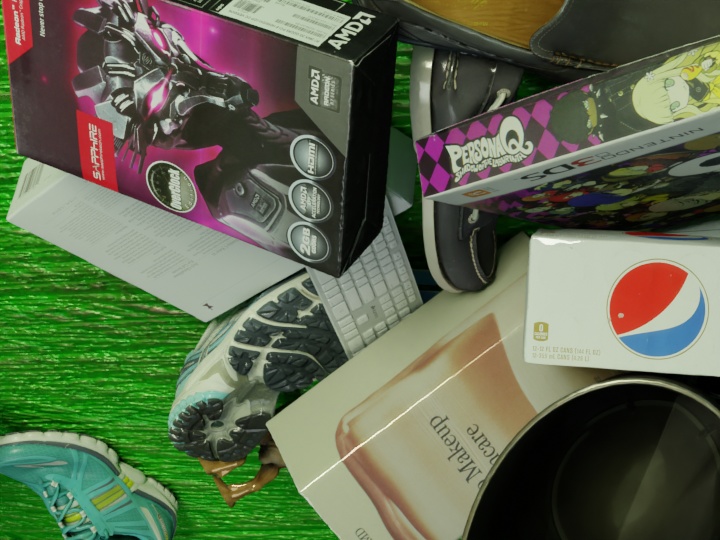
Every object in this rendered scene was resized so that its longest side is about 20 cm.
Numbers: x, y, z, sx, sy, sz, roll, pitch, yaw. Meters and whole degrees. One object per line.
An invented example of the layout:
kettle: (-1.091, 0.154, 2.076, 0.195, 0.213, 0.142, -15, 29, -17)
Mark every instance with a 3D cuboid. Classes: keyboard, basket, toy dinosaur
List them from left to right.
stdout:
toy dinosaur: (-0.057, 0.121, 1.049, 0.106, 0.200, 0.061, -31, 105, -6)
keyboard: (0.000, 0.000, 0.861, 0.056, 0.011, 0.200, -35, 150, -7)
basket: (0.138, 0.123, 0.773, 0.136, 0.181, 0.200, 22, -167, 12)

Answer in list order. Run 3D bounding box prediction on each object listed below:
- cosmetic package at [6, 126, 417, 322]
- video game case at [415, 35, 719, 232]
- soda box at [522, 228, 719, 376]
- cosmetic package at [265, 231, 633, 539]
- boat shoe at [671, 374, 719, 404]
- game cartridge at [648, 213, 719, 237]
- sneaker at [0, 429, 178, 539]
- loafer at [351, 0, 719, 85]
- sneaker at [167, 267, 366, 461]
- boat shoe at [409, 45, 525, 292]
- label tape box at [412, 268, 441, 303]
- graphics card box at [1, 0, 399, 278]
cosmetic package: (-0.088, -0.051, 0.876, 0.151, 0.052, 0.200, 32, 140, -29)
video game case: (0.156, -0.060, 0.745, 0.181, 0.036, 0.200, -15, 167, 34)
soda box: (0.186, 0.018, 0.776, 0.199, 0.068, 0.064, 3, -174, 10)
cosmetic package: (0.057, 0.084, 0.908, 0.200, 0.087, 0.103, -38, 118, 1)
boat shoe: (0.242, 0.023, 0.841, 0.074, 0.062, 0.200, 29, 130, -11)
game cartridge: (0.236, 0.032, 0.944, 0.133, 0.042, 0.200, -7, 144, 16)
sneaker: (-0.227, 0.191, 1.254, 0.077, 0.080, 0.200, -19, 137, 36)
loafer: (0.092, -0.120, 0.689, 0.199, 0.073, 0.072, 5, -173, 2)
sneaker: (-0.064, 0.037, 0.981, 0.077, 0.086, 0.200, 26, 129, -30)
boat shoe: (0.067, -0.053, 0.819, 0.063, 0.073, 0.200, 4, 142, 13)
label tape box: (0.059, 0.078, 1.028, 0.143, 0.066, 0.200, 3, 148, 8)
graphics card box: (-0.081, -0.087, 0.732, 0.200, 0.051, 0.126, 21, 131, 18)
